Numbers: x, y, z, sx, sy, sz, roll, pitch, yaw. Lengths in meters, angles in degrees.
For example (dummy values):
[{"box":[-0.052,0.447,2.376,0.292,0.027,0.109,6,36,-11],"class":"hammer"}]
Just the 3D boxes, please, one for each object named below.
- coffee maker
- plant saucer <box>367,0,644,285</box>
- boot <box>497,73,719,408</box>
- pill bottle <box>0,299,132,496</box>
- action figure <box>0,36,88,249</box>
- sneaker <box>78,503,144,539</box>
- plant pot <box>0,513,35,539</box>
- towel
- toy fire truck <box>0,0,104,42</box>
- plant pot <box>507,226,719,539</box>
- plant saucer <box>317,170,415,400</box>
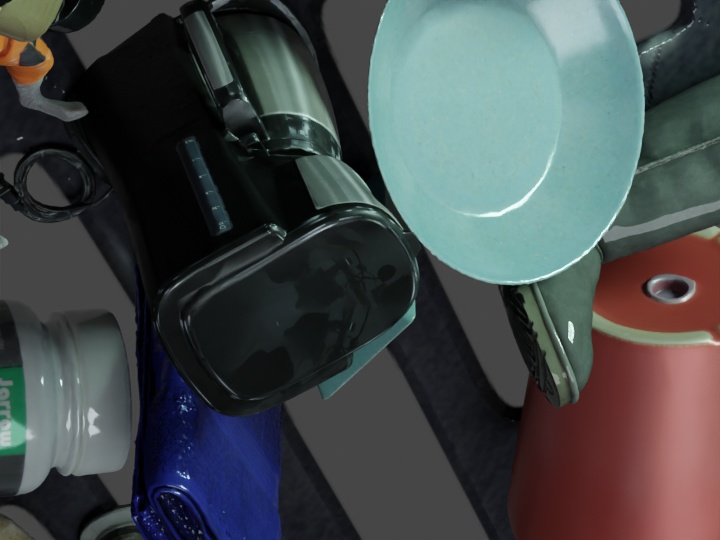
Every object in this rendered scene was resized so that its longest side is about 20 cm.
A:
[{"box":[-0.080,-0.024,1.299,0.192,0.201,0.134,-44,131,19],"class":"coffee maker"},{"box":[0.074,-0.093,1.359,0.200,0.039,0.203,-1,91,-36],"class":"plant saucer"},{"box":[0.175,-0.025,1.427,0.198,0.183,0.073,-13,152,-5],"class":"boot"},{"box":[-0.237,0.075,1.385,0.198,0.113,0.114,-4,132,-19],"class":"pill bottle"},{"box":[-0.223,-0.101,1.202,0.200,0.104,0.194,-52,135,-32],"class":"action figure"},{"box":[-0.133,0.257,1.590,0.075,0.116,0.201,-18,135,-6],"class":"sneaker"},{"box":[-0.242,0.221,1.411,0.199,0.202,0.184,-8,160,-16],"class":"plant pot"},{"box":[-0.090,0.091,1.406,0.049,0.201,0.148,-15,136,15],"class":"towel"},{"box":[-0.198,-0.221,1.094,0.177,0.199,0.129,-65,159,6],"class":"toy fire truck"},{"box":[0.188,0.079,1.520,0.199,0.201,0.178,-11,124,-13],"class":"plant pot"},{"box":[0.000,0.000,1.367,0.019,0.200,0.070,41,109,-18],"class":"plant saucer"}]
